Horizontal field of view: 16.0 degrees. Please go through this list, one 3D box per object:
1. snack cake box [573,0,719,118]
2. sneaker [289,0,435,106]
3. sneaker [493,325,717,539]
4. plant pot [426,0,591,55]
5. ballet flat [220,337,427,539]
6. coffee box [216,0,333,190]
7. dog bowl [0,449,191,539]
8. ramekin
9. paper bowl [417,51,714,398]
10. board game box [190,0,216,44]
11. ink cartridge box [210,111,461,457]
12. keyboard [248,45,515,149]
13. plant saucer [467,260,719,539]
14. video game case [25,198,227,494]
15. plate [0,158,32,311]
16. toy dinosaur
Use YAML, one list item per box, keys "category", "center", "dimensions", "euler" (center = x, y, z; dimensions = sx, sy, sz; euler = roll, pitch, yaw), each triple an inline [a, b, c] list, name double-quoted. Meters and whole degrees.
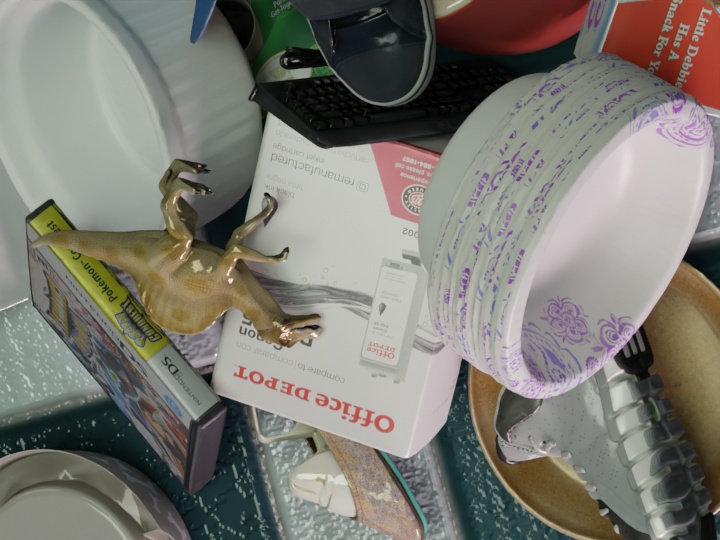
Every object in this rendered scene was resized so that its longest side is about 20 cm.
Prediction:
- category: "snack cake box"
  center: [0.218, -0.201, 1.554]
  dimensions: [0.114, 0.067, 0.201]
  euler: [16, 106, -9]
- category: "sneaker"
  center: [-0.017, -0.189, 1.481]
  dimensions: [0.078, 0.079, 0.201]
  euler: [-16, 93, 24]
- category: "sneaker"
  center: [0.147, 0.123, 1.623]
  dimensions: [0.115, 0.075, 0.201]
  euler: [-23, 79, 29]
- category: "plant pot"
  center: [0.059, -0.228, 1.581]
  dimensions: [0.199, 0.177, 0.202]
  euler: [4, 99, 23]
- category: "ballet flat"
  center: [-0.032, 0.112, 1.729]
  dimensions: [0.067, 0.068, 0.201]
  euler: [-29, 76, -17]
- category: "coffee box"
  center: [-0.066, -0.163, 1.718]
  dimensions: [0.123, 0.044, 0.201]
  euler: [-34, 85, 23]
- category: "dog bowl"
  center: [-0.204, 0.221, 1.829]
  dimensions: [0.199, 0.059, 0.202]
  euler: [4, 100, 23]
- category: "ramekin"
  center: [-0.155, -0.108, 1.698]
  dimensions: [0.200, 0.097, 0.202]
  euler: [29, 133, 37]
- category: "paper bowl"
  center: [0.111, -0.035, 1.508]
  dimensions: [0.104, 0.200, 0.202]
  euler: [34, 110, 28]
- category: "board game box"
  center: [-0.063, -0.233, 1.599]
  dimensions: [0.039, 0.201, 0.158]
  euler: [14, 141, -10]
- category: "ink cartridge box"
  center: [0.000, 0.000, 1.627]
  dimensions: [0.146, 0.083, 0.201]
  euler: [18, 109, 14]
- category: "keyboard"
  center: [0.014, -0.118, 1.610]
  dimensions: [0.127, 0.199, 0.021]
  euler: [36, 122, 38]
- category: "plant saucer"
  center: [0.168, 0.077, 1.658]
  dimensions: [0.199, 0.035, 0.202]
  euler: [4, 100, 23]
- category: "video game case"
  center: [-0.160, 0.056, 1.723]
  dimensions: [0.025, 0.200, 0.181]
  euler: [-38, 80, -16]
- category: "plate"
  center: [-0.326, -0.037, 1.765]
  dimensions: [0.032, 0.199, 0.201]
  euler: [42, 152, 53]
- category: "toy dinosaur"
  center: [-0.115, -0.013, 1.585]
  dimensions: [0.199, 0.058, 0.102]
  euler: [20, 106, 10]
